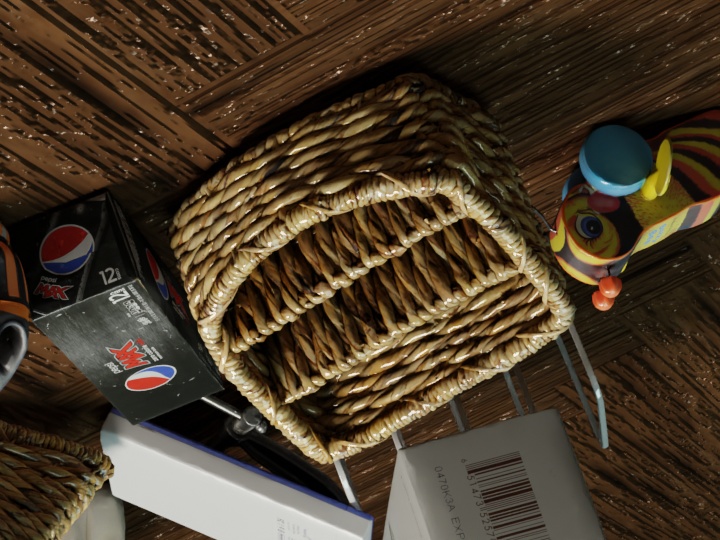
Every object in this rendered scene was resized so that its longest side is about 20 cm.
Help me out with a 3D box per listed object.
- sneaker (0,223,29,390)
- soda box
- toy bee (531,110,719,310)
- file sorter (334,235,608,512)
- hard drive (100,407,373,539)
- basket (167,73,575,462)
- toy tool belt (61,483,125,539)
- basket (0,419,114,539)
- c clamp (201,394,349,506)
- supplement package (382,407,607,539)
[{"bbox_3d":[-0.280,0.045,1.225,0.199,0.113,0.078,-19,155,-4],"label":"sneaker"},{"bbox_3d":[-0.147,0.027,1.351,0.070,0.064,0.200,-21,155,3],"label":"soda box"},{"bbox_3d":[0.163,-0.029,1.422,0.199,0.109,0.131,-22,157,4],"label":"toy bee"},{"bbox_3d":[0.064,0.088,1.566,0.199,0.125,0.139,-20,155,0],"label":"file sorter"},{"bbox_3d":[-0.088,0.168,1.582,0.199,0.025,0.132,22,155,9],"label":"hard drive"},{"bbox_3d":[0.000,0.000,1.288,0.199,0.150,0.143,-29,154,21],"label":"basket"},{"bbox_3d":[-0.223,0.256,1.692,0.124,0.124,0.200,-12,155,-16],"label":"toy tool belt"},{"bbox_3d":[-0.293,0.179,1.511,0.200,0.143,0.149,-48,-175,36],"label":"basket"},{"bbox_3d":[-0.091,0.144,1.611,0.170,0.027,0.200,30,150,-5],"label":"c clamp"},{"bbox_3d":[0.088,0.198,1.520,0.117,0.117,0.200,-14,153,-11],"label":"supplement package"}]
